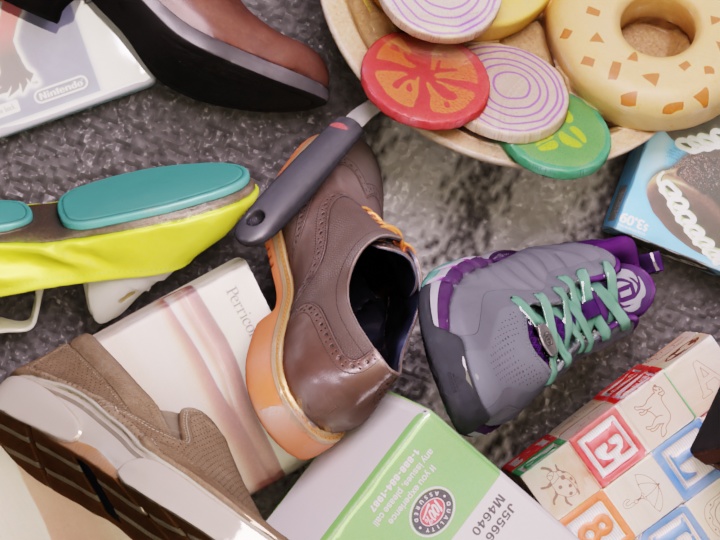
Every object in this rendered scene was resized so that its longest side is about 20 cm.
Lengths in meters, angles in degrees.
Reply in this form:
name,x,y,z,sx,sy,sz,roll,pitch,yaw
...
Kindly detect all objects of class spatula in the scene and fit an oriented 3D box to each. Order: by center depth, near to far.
name,x,y,z,sx,sy,sz,roll,pitch,yaw
spatula,0.006,-0.072,1.397,0.200,0.056,0.021,-43,134,-35

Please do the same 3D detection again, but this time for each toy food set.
name,x,y,z,sx,sy,sz,roll,pitch,yaw
toy food set,0.073,-0.132,1.401,0.197,0.049,0.201,-21,71,-24

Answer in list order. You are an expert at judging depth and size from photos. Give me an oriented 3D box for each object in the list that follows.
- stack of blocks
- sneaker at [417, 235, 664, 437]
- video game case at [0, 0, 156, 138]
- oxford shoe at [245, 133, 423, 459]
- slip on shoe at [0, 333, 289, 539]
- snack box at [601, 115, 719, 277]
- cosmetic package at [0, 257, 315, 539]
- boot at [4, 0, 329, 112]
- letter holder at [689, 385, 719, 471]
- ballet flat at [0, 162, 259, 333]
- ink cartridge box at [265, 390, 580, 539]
name,x,y,z,sx,sy,sz,roll,pitch,yaw
stack of blocks,0.174,0.143,1.445,0.115,0.059,0.200,-35,94,-5
sneaker,0.085,0.016,1.359,0.087,0.200,0.075,-18,99,16
video game case,-0.219,-0.142,1.419,0.199,0.023,0.183,-20,92,-6
oxford shoe,0.000,0.000,1.369,0.073,0.201,0.071,-30,124,27
slip on shoe,-0.079,0.087,1.284,0.061,0.200,0.076,-42,134,-22
snack box,0.230,-0.037,1.462,0.199,0.037,0.117,21,87,-6
cosmetic package,-0.120,0.084,1.398,0.199,0.087,0.104,-30,92,-6
boot,-0.072,-0.191,1.423,0.188,0.068,0.201,24,71,-11
letter holder,0.266,0.025,1.385,0.142,0.101,0.201,28,78,-8
ballet flat,-0.144,-0.006,1.415,0.199,0.067,0.067,-8,112,-4
ink cartridge box,0.045,0.172,1.335,0.200,0.084,0.146,40,82,-18
